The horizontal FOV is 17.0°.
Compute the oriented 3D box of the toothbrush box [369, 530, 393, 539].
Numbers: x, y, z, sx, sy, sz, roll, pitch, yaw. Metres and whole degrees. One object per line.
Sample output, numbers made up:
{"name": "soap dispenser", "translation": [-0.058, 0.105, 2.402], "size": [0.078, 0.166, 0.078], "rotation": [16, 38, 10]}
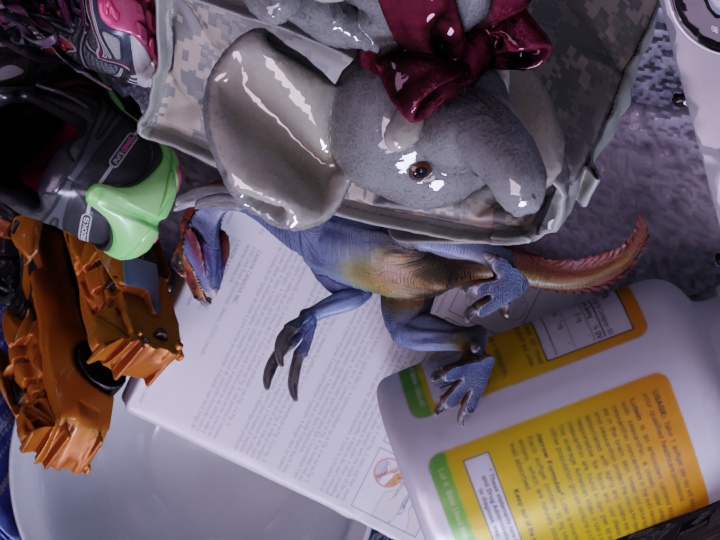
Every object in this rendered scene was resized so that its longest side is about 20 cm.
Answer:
{"name": "toothbrush box", "translation": [-0.047, 0.235, 1.404], "size": [0.199, 0.085, 0.147], "rotation": [-7, 120, 29]}

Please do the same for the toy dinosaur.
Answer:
{"name": "toy dinosaur", "translation": [0.000, 0.000, 1.144], "size": [0.181, 0.199, 0.106], "rotation": [36, 127, 44]}

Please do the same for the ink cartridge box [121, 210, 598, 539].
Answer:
{"name": "ink cartridge box", "translation": [0.000, 0.039, 1.223], "size": [0.199, 0.057, 0.163], "rotation": [26, 97, -9]}

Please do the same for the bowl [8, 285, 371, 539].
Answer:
{"name": "bowl", "translation": [-0.082, 0.104, 1.301], "size": [0.199, 0.090, 0.203], "rotation": [1, 94, 10]}

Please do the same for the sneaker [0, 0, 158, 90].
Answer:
{"name": "sneaker", "translation": [-0.138, -0.125, 1.124], "size": [0.200, 0.074, 0.081], "rotation": [-158, 63, -69]}

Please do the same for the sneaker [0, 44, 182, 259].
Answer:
{"name": "sneaker", "translation": [-0.158, -0.070, 1.148], "size": [0.084, 0.077, 0.200], "rotation": [26, -179, -38]}

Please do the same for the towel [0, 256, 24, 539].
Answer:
{"name": "towel", "translation": [-0.205, 0.034, 1.299], "size": [0.024, 0.145, 0.201], "rotation": [-9, 118, 26]}

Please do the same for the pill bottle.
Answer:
{"name": "pill bottle", "translation": [0.117, 0.071, 1.149], "size": [0.199, 0.111, 0.112], "rotation": [-20, 116, 2]}

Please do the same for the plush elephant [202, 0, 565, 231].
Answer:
{"name": "plush elephant", "translation": [0.027, -0.085, 0.901], "size": [0.200, 0.164, 0.156], "rotation": [22, 127, 62]}

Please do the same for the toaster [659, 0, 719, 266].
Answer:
{"name": "toaster", "translation": [0.204, -0.107, 0.979], "size": [0.118, 0.200, 0.182], "rotation": [-7, 112, 27]}

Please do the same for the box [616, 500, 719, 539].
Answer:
{"name": "box", "translation": [0.184, 0.139, 1.172], "size": [0.200, 0.158, 0.048], "rotation": [-32, 101, 38]}

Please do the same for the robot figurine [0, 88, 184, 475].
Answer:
{"name": "robot figurine", "translation": [-0.152, -0.006, 1.227], "size": [0.058, 0.201, 0.145], "rotation": [14, 130, -38]}

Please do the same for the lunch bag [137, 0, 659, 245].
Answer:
{"name": "lunch bag", "translation": [0.027, -0.104, 1.063], "size": [0.199, 0.165, 0.118], "rotation": [22, 140, 8]}
